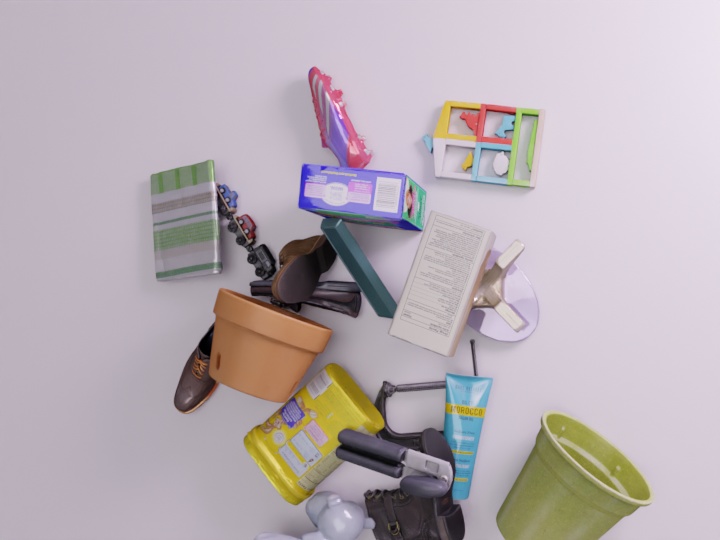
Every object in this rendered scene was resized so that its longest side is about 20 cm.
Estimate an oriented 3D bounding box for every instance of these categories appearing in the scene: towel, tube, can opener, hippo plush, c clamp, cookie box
[{"bbox_3d":[-0.307,-0.086,1.601,0.148,0.031,0.202,-7,83,28],"label":"towel"},{"bbox_3d":[0.164,0.268,1.462,0.077,0.050,0.202,6,94,-7],"label":"tube"},{"bbox_3d":[0.045,0.297,1.380,0.199,0.067,0.054,13,103,24],"label":"can opener"},{"bbox_3d":[-0.075,0.432,1.456,0.159,0.200,0.161,32,82,-25],"label":"hippo plush"},{"bbox_3d":[0.111,0.216,1.503,0.199,0.027,0.172,-12,91,12],"label":"c clamp"},{"bbox_3d":[0.009,-0.115,1.454,0.170,0.200,0.076,8,90,14],"label":"cookie box"}]

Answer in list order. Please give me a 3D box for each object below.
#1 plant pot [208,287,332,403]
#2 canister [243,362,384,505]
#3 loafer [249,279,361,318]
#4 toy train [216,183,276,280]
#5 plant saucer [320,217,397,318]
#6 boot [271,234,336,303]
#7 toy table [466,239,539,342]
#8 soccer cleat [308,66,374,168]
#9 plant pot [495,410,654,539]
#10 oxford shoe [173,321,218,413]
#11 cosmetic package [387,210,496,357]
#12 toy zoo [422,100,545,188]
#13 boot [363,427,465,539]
[{"bbox_3d":[-0.161,0.128,1.477,0.199,0.200,0.141,20,89,14],"label":"plant pot"},{"bbox_3d":[-0.076,0.270,1.503,0.200,0.087,0.149,-43,78,12],"label":"canister"},{"bbox_3d":[-0.095,0.048,1.538,0.198,0.072,0.063,1,91,10],"label":"loafer"},{"bbox_3d":[-0.207,-0.075,1.588,0.046,0.034,0.201,-33,80,6],"label":"toy train"},{"bbox_3d":[0.000,0.000,1.475,0.019,0.070,0.201,-39,109,-21],"label":"plant saucer"},{"bbox_3d":[-0.109,-0.003,1.489,0.075,0.200,0.074,3,115,22],"label":"boot"},{"bbox_3d":[0.200,0.028,1.444,0.199,0.117,0.184,34,95,14],"label":"toy table"},{"bbox_3d":[-0.051,-0.256,1.548,0.076,0.067,0.201,-31,83,15],"label":"soccer cleat"},{"bbox_3d":[0.310,0.350,1.376,0.200,0.200,0.185,36,107,13],"label":"plant pot"},{"bbox_3d":[-0.276,0.161,1.571,0.071,0.073,0.201,30,94,14],"label":"oxford shoe"},{"bbox_3d":[0.125,0.021,1.367,0.105,0.071,0.201,21,91,15],"label":"cosmetic package"},{"bbox_3d":[0.201,-0.213,1.505,0.199,0.020,0.132,8,89,13],"label":"toy zoo"},{"bbox_3d":[0.073,0.363,1.458,0.173,0.069,0.201,-15,81,39],"label":"boot"}]
